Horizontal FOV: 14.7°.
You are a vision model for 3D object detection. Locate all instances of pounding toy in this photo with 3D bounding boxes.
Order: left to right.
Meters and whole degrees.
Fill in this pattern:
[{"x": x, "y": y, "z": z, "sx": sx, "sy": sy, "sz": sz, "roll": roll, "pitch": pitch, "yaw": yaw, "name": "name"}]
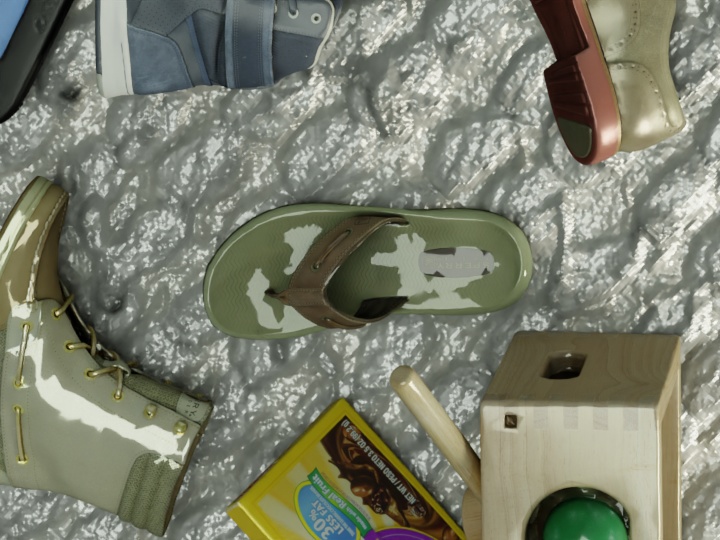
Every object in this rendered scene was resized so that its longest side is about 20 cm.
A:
[{"x": 0.105, "y": 0.121, "z": 1.582, "sx": 0.141, "sy": 0.200, "sz": 0.185, "roll": 1, "pitch": 103, "yaw": 11, "name": "pounding toy"}]

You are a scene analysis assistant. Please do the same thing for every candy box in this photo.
[{"x": 0.020, "y": 0.183, "z": 1.672, "sx": 0.200, "sy": 0.026, "sz": 0.102, "roll": 48, "pitch": 63, "yaw": -3, "name": "candy box"}]

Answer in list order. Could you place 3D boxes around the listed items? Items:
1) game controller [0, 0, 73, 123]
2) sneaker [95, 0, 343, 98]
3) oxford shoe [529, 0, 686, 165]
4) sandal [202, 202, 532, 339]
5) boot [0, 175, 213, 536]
[{"x": -0.212, "y": -0.189, "z": 1.652, "sx": 0.104, "sy": 0.042, "sz": 0.201, "roll": 29, "pitch": 106, "yaw": 3, "name": "game controller"}, {"x": -0.081, "y": -0.194, "z": 1.586, "sx": 0.145, "sy": 0.077, "sz": 0.203, "roll": 1, "pitch": 123, "yaw": 3, "name": "sneaker"}, {"x": 0.137, "y": -0.165, "z": 1.590, "sx": 0.074, "sy": 0.070, "sz": 0.201, "roll": -12, "pitch": 97, "yaw": -19, "name": "oxford shoe"}, {"x": 0.001, "y": -0.001, "z": 1.647, "sx": 0.200, "sy": 0.057, "sz": 0.080, "roll": -7, "pitch": 102, "yaw": 12, "name": "sandal"}, {"x": -0.159, "y": 0.053, "z": 1.684, "sx": 0.154, "sy": 0.072, "sz": 0.201, "roll": 18, "pitch": 111, "yaw": 7, "name": "boot"}]
